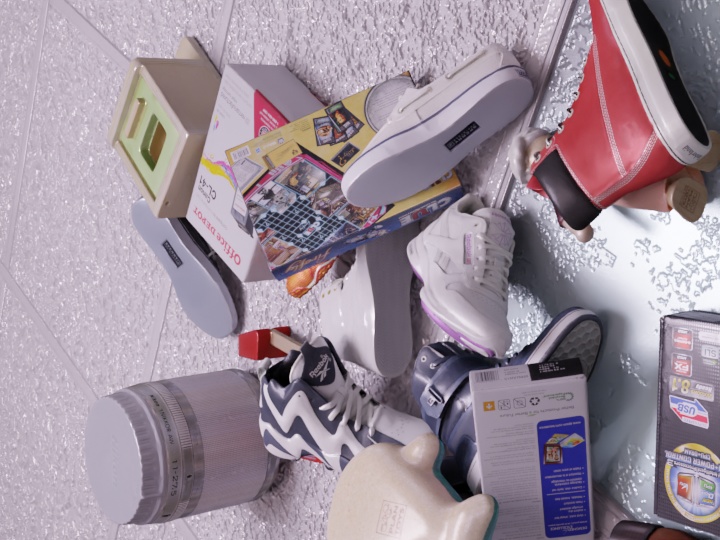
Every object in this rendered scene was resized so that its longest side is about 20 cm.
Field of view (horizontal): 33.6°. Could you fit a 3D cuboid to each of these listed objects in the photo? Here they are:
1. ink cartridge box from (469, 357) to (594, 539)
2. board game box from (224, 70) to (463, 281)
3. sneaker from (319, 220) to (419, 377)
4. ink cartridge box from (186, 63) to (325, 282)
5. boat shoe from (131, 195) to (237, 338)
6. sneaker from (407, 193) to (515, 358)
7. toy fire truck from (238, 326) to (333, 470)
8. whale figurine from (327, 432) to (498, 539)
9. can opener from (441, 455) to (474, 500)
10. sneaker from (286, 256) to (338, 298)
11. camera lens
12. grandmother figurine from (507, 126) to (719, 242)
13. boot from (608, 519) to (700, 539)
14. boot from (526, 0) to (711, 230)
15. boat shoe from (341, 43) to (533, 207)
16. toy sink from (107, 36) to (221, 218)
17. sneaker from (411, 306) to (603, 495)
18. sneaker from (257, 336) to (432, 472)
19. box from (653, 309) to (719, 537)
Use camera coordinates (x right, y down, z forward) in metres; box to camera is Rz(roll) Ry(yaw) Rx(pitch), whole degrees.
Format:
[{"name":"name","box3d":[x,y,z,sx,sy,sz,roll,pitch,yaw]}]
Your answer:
[{"name":"ink cartridge box","box3d":[0.148,0.170,1.011,0.037,0.093,0.203,-91,-7,-63]},{"name":"board game box","box3d":[-0.017,-0.092,1.150,0.035,0.197,0.137,69,178,-70]},{"name":"sneaker","box3d":[0.000,0.000,1.220,0.115,0.073,0.204,9,96,54]},{"name":"ink cartridge box","box3d":[-0.110,-0.110,1.336,0.148,0.085,0.202,44,126,39]},{"name":"boat shoe","box3d":[-0.207,-0.012,1.485,0.073,0.068,0.200,-37,89,35]},{"name":"sneaker","box3d":[0.098,-0.003,1.053,0.100,0.074,0.201,-48,29,16]},{"name":"toy fire truck","box3d":[-0.063,0.139,1.335,0.198,0.048,0.144,2,94,51]},{"name":"whale figurine","box3d":[0.058,0.226,1.048,0.198,0.103,0.162,-3,69,52]},{"name":"can opener","box3d":[0.058,0.247,1.182,0.199,0.063,0.080,-35,44,42]},{"name":"sneaker","box3d":[-0.040,-0.063,1.249,0.073,0.076,0.202,-72,6,-66]},{"name":"camera lens","box3d":[-0.204,0.206,1.401,0.159,0.198,0.163,9,102,51]},{"name":"grandmother figurine","box3d":[0.195,-0.083,0.979,0.199,0.060,0.123,18,81,52]},{"name":"boot","box3d":[0.286,0.302,0.922,0.198,0.068,0.192,7,93,44]},{"name":"boot","box3d":[0.176,-0.137,0.933,0.143,0.072,0.203,-34,50,32]},{"name":"boat shoe","box3d":[0.061,-0.135,1.087,0.199,0.071,0.070,-36,52,17]},{"name":"toy sink","box3d":[-0.232,-0.181,1.460,0.201,0.111,0.131,56,133,31]},{"name":"sneaker","box3d":[0.123,0.085,1.072,0.204,0.076,0.147,-60,42,23]},{"name":"sneaker","box3d":[-0.019,0.129,1.185,0.196,0.080,0.131,10,130,29]},{"name":"box","box3d":[0.307,0.122,0.866,0.198,0.044,0.163,11,102,51]}]
